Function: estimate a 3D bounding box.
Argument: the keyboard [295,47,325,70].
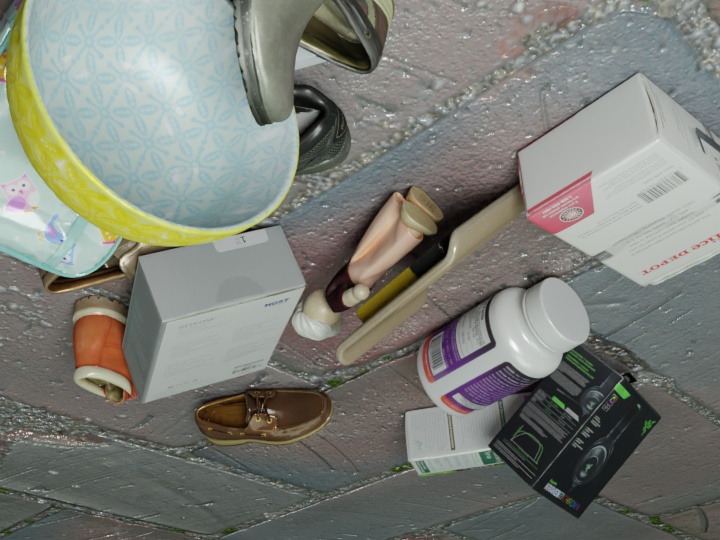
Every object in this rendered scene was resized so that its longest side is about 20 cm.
[{"bbox_3d":[-0.095,-0.175,0.727,0.198,0.011,0.056,-12,141,12],"label":"keyboard"}]

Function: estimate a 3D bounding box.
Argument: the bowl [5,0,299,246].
[{"bbox_3d":[-0.149,-0.096,0.590,0.199,0.202,0.107,24,143,-37],"label":"bowl"}]

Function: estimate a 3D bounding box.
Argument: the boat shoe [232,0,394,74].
[{"bbox_3d":[-0.057,-0.205,0.624,0.199,0.065,0.073,22,141,-29],"label":"boat shoe"}]

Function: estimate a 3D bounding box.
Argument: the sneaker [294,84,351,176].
[{"bbox_3d":[-0.108,-0.103,0.739,0.198,0.077,0.114,-15,167,2],"label":"sneaker"}]

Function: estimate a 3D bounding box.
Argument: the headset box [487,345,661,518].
[{"bbox_3d":[0.300,0.215,1.229,0.200,0.093,0.174,-50,137,0],"label":"headset box"}]

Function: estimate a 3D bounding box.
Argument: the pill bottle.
[{"bbox_3d":[0.170,0.089,1.073,0.111,0.112,0.200,20,141,-33],"label":"pill bottle"}]

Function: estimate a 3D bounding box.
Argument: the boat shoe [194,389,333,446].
[{"bbox_3d":[-0.137,0.202,1.254,0.198,0.073,0.068,-10,149,14],"label":"boat shoe"}]

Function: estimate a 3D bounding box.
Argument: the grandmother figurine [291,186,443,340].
[{"bbox_3d":[0.000,0.000,0.921,0.061,0.121,0.200,46,117,1],"label":"grandmother figurine"}]

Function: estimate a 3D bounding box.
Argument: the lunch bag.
[{"bbox_3d":[-0.220,-0.103,0.679,0.160,0.077,0.201,31,100,-32],"label":"lunch bag"}]

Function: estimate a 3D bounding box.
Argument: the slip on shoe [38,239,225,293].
[{"bbox_3d":[-0.227,-0.020,0.903,0.198,0.061,0.076,-7,148,1],"label":"slip on shoe"}]

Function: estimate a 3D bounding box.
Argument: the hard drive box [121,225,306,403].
[{"bbox_3d":[-0.161,0.051,0.959,0.155,0.077,0.200,-14,156,-28],"label":"hard drive box"}]

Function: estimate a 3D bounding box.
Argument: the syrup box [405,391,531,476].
[{"bbox_3d":[0.172,0.247,1.350,0.198,0.082,0.079,-10,148,12],"label":"syrup box"}]

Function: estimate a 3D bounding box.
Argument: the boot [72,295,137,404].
[{"bbox_3d":[-0.273,0.121,1.082,0.074,0.108,0.200,-20,146,21],"label":"boot"}]

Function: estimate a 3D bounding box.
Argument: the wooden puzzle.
[{"bbox_3d":[0.071,-0.002,0.890,0.200,0.037,0.185,-47,172,38],"label":"wooden puzzle"}]

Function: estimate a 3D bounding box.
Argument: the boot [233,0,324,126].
[{"bbox_3d":[-0.012,-0.191,0.559,0.129,0.202,0.068,1,-171,-1],"label":"boot"}]

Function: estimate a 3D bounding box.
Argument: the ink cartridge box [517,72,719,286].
[{"bbox_3d":[0.267,-0.076,0.849,0.199,0.085,0.145,26,137,-35],"label":"ink cartridge box"}]
